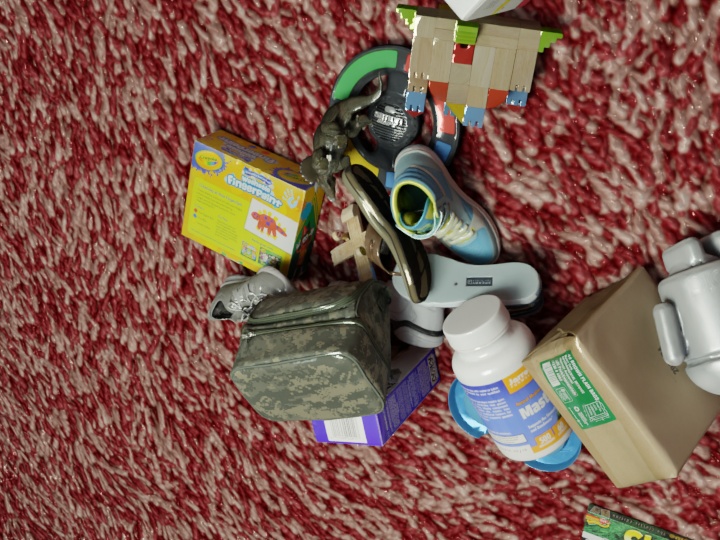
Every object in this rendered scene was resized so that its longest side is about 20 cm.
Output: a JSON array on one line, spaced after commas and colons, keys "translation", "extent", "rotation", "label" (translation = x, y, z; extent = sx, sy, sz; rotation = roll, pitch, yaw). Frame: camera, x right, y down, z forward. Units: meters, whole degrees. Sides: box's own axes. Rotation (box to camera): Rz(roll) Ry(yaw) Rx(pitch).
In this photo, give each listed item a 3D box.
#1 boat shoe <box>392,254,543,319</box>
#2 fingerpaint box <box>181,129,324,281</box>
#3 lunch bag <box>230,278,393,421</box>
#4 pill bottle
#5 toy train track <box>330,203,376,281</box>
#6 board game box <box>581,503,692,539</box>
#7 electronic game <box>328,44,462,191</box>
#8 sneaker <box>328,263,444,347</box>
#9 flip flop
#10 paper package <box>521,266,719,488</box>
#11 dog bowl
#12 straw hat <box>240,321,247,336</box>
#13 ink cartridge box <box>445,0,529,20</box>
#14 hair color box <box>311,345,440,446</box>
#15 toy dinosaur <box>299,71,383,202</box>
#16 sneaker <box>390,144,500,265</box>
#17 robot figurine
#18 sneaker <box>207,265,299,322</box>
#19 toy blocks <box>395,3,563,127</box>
[{"translation": [0.147, 0.030, 1.166], "extent": [0.199, 0.091, 0.071], "rotation": [4, 70, 19], "label": "boat shoe"}, {"translation": [-0.165, -0.098, 1.324], "extent": [0.199, 0.073, 0.168], "rotation": [25, 121, 18], "label": "fingerpaint box"}, {"translation": [-0.059, 0.096, 1.153], "extent": [0.199, 0.168, 0.140], "rotation": [-11, 131, 24], "label": "lunch bag"}, {"translation": [0.186, 0.134, 1.105], "extent": [0.112, 0.112, 0.201], "rotation": [-16, 116, 34], "label": "pill bottle"}, {"translation": [0.000, 0.000, 1.224], "extent": [0.114, 0.032, 0.201], "rotation": [-27, 68, 36], "label": "toy train track"}, {"translation": [0.412, 0.411, 1.227], "extent": [0.199, 0.023, 0.105], "rotation": [15, 114, 25], "label": "board game box"}, {"translation": [0.045, -0.204, 1.176], "extent": [0.199, 0.042, 0.201], "rotation": [12, 115, 27], "label": "electronic game"}, {"translation": [0.044, 0.026, 1.257], "extent": [0.199, 0.075, 0.116], "rotation": [23, 110, 28], "label": "sneaker"}, {"translation": [0.028, -0.044, 1.124], "extent": [0.057, 0.081, 0.201], "rotation": [-34, 87, 25], "label": "flip flop"}, {"translation": [0.328, 0.130, 1.051], "extent": [0.200, 0.190, 0.103], "rotation": [54, 140, 1], "label": "paper package"}, {"translation": [0.225, 0.204, 1.235], "extent": [0.199, 0.050, 0.112], "rotation": [26, 120, 20], "label": "dog bowl"}, {"translation": [-0.073, 0.103, 1.301], "extent": [0.201, 0.201, 0.085], "rotation": [37, 109, 13], "label": "straw hat"}, {"translation": [0.150, -0.382, 0.943], "extent": [0.145, 0.200, 0.145], "rotation": [50, 126, 3], "label": "ink cartridge box"}, {"translation": [0.025, 0.175, 1.247], "extent": [0.109, 0.200, 0.065], "rotation": [-2, 107, 30], "label": "hair color box"}, {"translation": [-0.034, -0.181, 1.167], "extent": [0.102, 0.077, 0.201], "rotation": [51, 129, 54], "label": "toy dinosaur"}, {"translation": [0.106, -0.058, 1.127], "extent": [0.079, 0.131, 0.200], "rotation": [-35, 107, 29], "label": "sneaker"}, {"translation": [0.418, 0.058, 1.001], "extent": [0.113, 0.169, 0.201], "rotation": [117, 138, -75], "label": "robot figurine"}, {"translation": [-0.160, 0.050, 1.303], "extent": [0.075, 0.082, 0.200], "rotation": [48, 149, -20], "label": "sneaker"}, {"translation": [0.135, -0.243, 1.068], "extent": [0.199, 0.100, 0.137], "rotation": [8, 119, 4], "label": "toy blocks"}]
